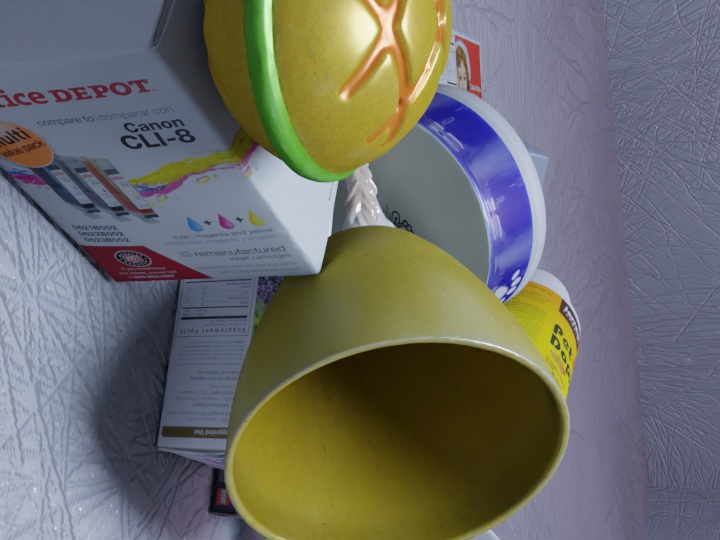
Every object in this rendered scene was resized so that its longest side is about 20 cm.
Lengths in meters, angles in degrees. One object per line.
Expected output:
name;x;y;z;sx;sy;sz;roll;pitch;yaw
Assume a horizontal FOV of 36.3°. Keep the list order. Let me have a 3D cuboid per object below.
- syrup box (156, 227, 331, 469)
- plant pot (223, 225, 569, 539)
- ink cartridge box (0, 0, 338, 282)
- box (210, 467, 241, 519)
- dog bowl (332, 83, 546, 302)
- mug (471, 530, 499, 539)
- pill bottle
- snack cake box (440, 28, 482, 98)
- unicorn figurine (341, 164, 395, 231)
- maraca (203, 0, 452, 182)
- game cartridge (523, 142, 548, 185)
syrup box;-0.075;0.032;0.758;0.079;0.080;0.204;38;53;-60
plant pot;0.013;0.058;0.666;0.143;0.196;0.202;-101;171;-46
ink cartridge box;-0.107;-0.106;0.592;0.201;0.143;0.147;56;38;-53
box;-0.065;0.090;0.846;0.110;0.034;0.204;37;55;-64
dog bowl;0.055;-0.049;0.933;0.078;0.198;0.204;-28;117;-40
mug;0.074;0.326;1.050;0.201;0.145;0.178;-65;157;-53
pill bottle;0.137;0.079;0.985;0.201;0.107;0.111;-58;142;-56
snack cake box;0.081;-0.203;1.210;0.199;0.066;0.118;-12;99;-69
unicorn figurine;0.000;0.000;0.865;0.139;0.073;0.201;60;35;-28
maraca;-0.006;-0.115;0.511;0.200;0.105;0.140;-36;129;-64
game cartridge;0.097;-0.061;1.094;0.197;0.041;0.135;-14;131;-30
